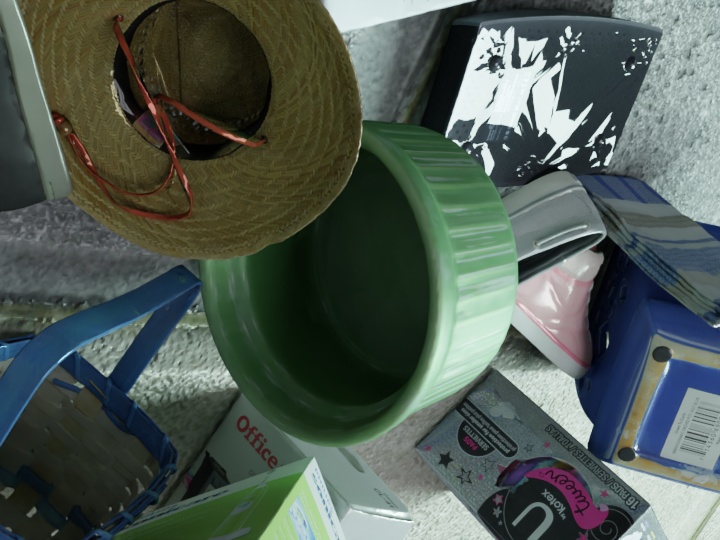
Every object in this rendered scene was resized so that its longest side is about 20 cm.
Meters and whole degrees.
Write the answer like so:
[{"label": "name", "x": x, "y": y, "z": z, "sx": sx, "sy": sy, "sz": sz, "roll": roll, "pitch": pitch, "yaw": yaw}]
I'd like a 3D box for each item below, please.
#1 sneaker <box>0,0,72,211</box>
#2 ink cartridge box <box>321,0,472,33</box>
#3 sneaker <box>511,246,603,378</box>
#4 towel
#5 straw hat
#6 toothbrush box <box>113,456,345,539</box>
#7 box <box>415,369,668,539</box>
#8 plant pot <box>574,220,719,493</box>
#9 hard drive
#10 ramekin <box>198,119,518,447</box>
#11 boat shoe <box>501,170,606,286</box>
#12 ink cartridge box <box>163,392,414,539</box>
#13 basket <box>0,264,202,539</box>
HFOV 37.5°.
[{"label": "sneaker", "x": -0.206, "y": -0.098, "z": 0.472, "sx": 0.106, "sy": 0.075, "sz": 0.200, "roll": -23, "pitch": 131, "yaw": -17}, {"label": "ink cartridge box", "x": 0.050, "y": -0.249, "z": 0.608, "sx": 0.200, "sy": 0.043, "sz": 0.196, "roll": -22, "pitch": 134, "yaw": -31}, {"label": "sneaker", "x": 0.180, "y": 0.020, "z": 0.928, "sx": 0.105, "sy": 0.075, "sz": 0.200, "roll": -45, "pitch": 138, "yaw": 5}, {"label": "towel", "x": 0.263, "y": -0.021, "z": 0.873, "sx": 0.147, "sy": 0.200, "sz": 0.024, "roll": 0, "pitch": 127, "yaw": -42}, {"label": "straw hat", "x": -0.082, "y": -0.108, "z": 0.560, "sx": 0.085, "sy": 0.201, "sz": 0.201, "roll": -64, "pitch": 163, "yaw": -50}, {"label": "toothbrush box", "x": -0.095, "y": 0.193, "z": 0.621, "sx": 0.146, "sy": 0.086, "sz": 0.200, "roll": -21, "pitch": -177, "yaw": 8}, {"label": "box", "x": 0.166, "y": 0.211, "z": 0.978, "sx": 0.115, "sy": 0.200, "sz": 0.132, "roll": -44, "pitch": 141, "yaw": -5}, {"label": "plant pot", "x": 0.310, "y": 0.086, "z": 0.957, "sx": 0.180, "sy": 0.200, "sz": 0.200, "roll": -67, "pitch": 170, "yaw": -58}, {"label": "hard drive", "x": 0.129, "y": -0.129, "z": 0.782, "sx": 0.200, "sy": 0.042, "sz": 0.135, "roll": -9, "pitch": 128, "yaw": -38}, {"label": "ramekin", "x": 0.000, "y": 0.000, "z": 0.655, "sx": 0.098, "sy": 0.200, "sz": 0.200, "roll": -10, "pitch": 129, "yaw": -47}, {"label": "boat shoe", "x": 0.096, "y": 0.002, "z": 0.817, "sx": 0.200, "sy": 0.069, "sz": 0.072, "roll": -29, "pitch": 155, "yaw": -5}, {"label": "ink cartridge box", "x": -0.079, "y": 0.213, "z": 0.795, "sx": 0.086, "sy": 0.148, "sz": 0.200, "roll": 22, "pitch": 104, "yaw": -50}, {"label": "basket", "x": -0.174, "y": 0.090, "z": 0.580, "sx": 0.200, "sy": 0.139, "sz": 0.176, "roll": -49, "pitch": 174, "yaw": 18}]
